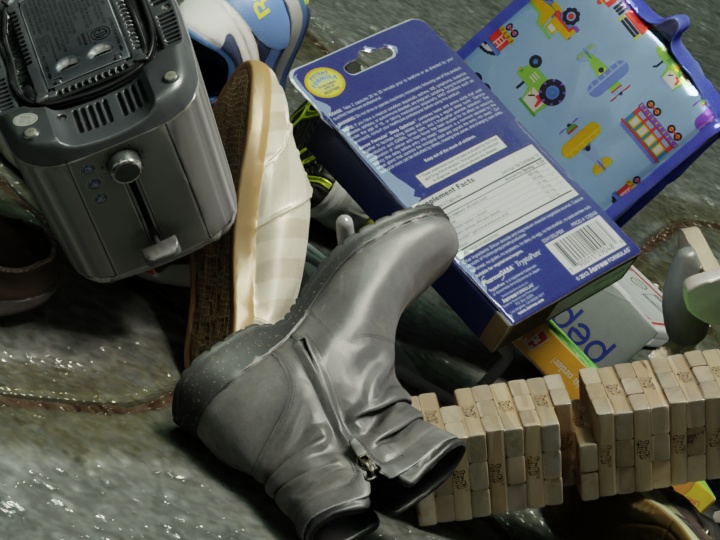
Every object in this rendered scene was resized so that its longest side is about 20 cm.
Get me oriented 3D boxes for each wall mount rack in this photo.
[{"bbox_3d":[0.000,0.000,1.622,0.173,0.075,0.200,33,13,-41],"label":"wall mount rack"}]

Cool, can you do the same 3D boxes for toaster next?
[{"bbox_3d":[-0.140,-0.089,1.499,0.113,0.130,0.201,-22,45,-4],"label":"toaster"}]

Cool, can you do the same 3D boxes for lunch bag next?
[{"bbox_3d":[0.134,-0.101,1.784,0.151,0.200,0.094,52,26,8],"label":"lunch bag"}]

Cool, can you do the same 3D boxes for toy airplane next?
[{"bbox_3d":[0.237,0.068,1.709,0.200,0.141,0.200,63,10,2],"label":"toy airplane"}]

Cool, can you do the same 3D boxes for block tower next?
[{"bbox_3d":[0.114,0.090,1.502,0.198,0.054,0.058,-7,28,-4],"label":"block tower"}]

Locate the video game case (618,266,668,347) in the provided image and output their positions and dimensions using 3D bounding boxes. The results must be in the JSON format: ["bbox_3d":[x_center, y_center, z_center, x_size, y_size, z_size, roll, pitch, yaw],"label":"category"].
[{"bbox_3d":[0.129,0.002,1.897,0.199,0.018,0.143,8,29,-43],"label":"video game case"}]

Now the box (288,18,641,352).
[{"bbox_3d":[0.055,-0.053,1.587,0.121,0.032,0.200,-27,69,-40],"label":"box"}]

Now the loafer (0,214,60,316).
[{"bbox_3d":[-0.241,-0.033,1.436,0.199,0.071,0.073,17,23,-28],"label":"loafer"}]

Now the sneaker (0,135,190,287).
[{"bbox_3d":[-0.144,-0.065,1.620,0.200,0.082,0.077,41,24,31],"label":"sneaker"}]

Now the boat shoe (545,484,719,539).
[{"bbox_3d":[0.172,0.158,1.508,0.064,0.074,0.200,9,27,-30],"label":"boat shoe"}]

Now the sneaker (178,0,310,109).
[{"bbox_3d":[-0.087,-0.098,1.645,0.074,0.201,0.082,33,48,25],"label":"sneaker"}]

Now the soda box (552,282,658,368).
[{"bbox_3d":[0.094,-0.014,1.711,0.200,0.068,0.063,46,5,-22],"label":"soda box"}]

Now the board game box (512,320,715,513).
[{"bbox_3d":[0.129,0.064,1.629,0.200,0.030,0.096,48,4,-3],"label":"board game box"}]

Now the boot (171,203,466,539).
[{"bbox_3d":[0.011,0.061,1.456,0.131,0.070,0.200,38,64,27],"label":"boot"}]

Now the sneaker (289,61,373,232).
[{"bbox_3d":[-0.009,-0.074,1.849,0.076,0.075,0.200,37,24,-17],"label":"sneaker"}]

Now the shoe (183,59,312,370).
[{"bbox_3d":[-0.061,-0.021,1.542,0.053,0.070,0.201,18,64,-30],"label":"shoe"}]
